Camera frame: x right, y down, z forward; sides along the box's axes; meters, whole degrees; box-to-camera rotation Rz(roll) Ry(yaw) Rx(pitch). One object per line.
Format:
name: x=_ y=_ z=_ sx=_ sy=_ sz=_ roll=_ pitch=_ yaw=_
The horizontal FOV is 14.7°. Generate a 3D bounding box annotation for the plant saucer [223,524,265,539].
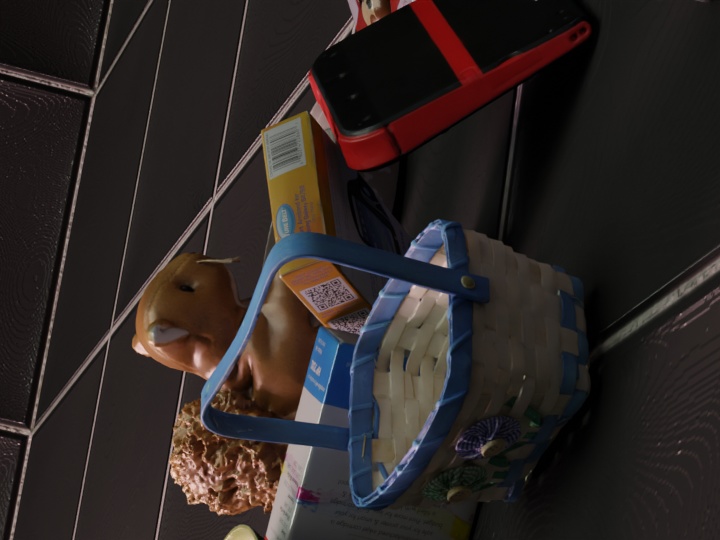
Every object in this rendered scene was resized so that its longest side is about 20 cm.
plant saucer: x=-0.072 y=0.255 z=1.681 sx=0.200 sy=0.031 sz=0.201 roll=-170 pitch=90 yaw=-74

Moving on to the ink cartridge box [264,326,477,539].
ink cartridge box: x=0.008 y=0.148 z=1.749 sx=0.067 sy=0.115 sz=0.201 roll=-146 pitch=70 yaw=-75

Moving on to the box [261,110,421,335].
box: x=0.000 y=0.000 z=1.815 sx=0.200 sy=0.041 sz=0.120 roll=52 pitch=-157 yaw=-50

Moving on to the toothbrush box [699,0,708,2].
toothbrush box: x=0.141 y=-0.263 z=1.543 sx=0.085 sy=0.145 sz=0.201 roll=122 pitch=158 yaw=-53

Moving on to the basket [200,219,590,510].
basket: x=0.023 y=0.052 z=1.597 sx=0.177 sy=0.199 sz=0.140 roll=118 pitch=161 yaw=-49

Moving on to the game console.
game console: x=0.055 y=-0.139 z=1.812 sx=0.031 sy=0.176 sz=0.200 roll=62 pitch=-179 yaw=-23

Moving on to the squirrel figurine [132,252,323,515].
squirrel figurine: x=-0.077 y=0.080 z=2.008 sx=0.141 sy=0.185 sz=0.201 roll=-179 pitch=102 yaw=-76

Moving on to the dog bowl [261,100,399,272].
dog bowl: x=-0.024 y=-0.036 z=2.167 sx=0.200 sy=0.058 sz=0.201 roll=-166 pitch=90 yaw=-79

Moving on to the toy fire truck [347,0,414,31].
toy fire truck: x=0.028 y=-0.224 z=2.068 sx=0.200 sy=0.111 sz=0.169 roll=114 pitch=145 yaw=-58
